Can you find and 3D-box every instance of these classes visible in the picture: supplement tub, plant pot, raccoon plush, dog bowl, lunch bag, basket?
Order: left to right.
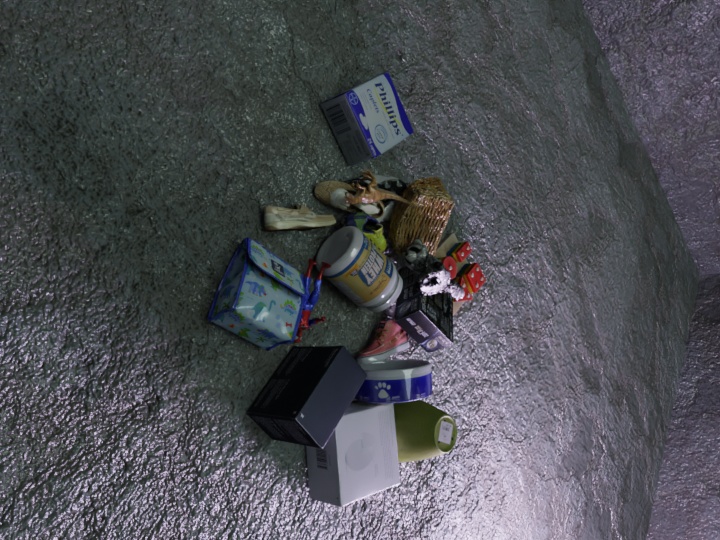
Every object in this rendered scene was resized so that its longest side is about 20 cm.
[{"bbox_3d":[-0.214,0.048,1.295,0.170,0.127,0.201,36,48,-32],"label":"lunch bag"},{"bbox_3d":[0.000,0.000,1.483,0.200,0.144,0.145,42,57,-31],"label":"supplement tub"},{"bbox_3d":[0.080,0.275,1.482,0.199,0.199,0.079,-2,88,-44],"label":"dog bowl"},{"bbox_3d":[0.149,-0.152,1.632,0.142,0.201,0.149,7,33,-18],"label":"basket"},{"bbox_3d":[0.143,0.411,1.522,0.186,0.199,0.188,8,78,-42],"label":"plant pot"},{"bbox_3d":[0.187,0.003,1.591,0.200,0.097,0.134,44,14,-46],"label":"raccoon plush"}]

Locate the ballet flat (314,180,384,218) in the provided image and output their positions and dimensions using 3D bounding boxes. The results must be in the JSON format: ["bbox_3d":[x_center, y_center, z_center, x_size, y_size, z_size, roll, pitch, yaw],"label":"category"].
[{"bbox_3d":[-0.020,-0.180,1.511,0.199,0.065,0.071,10,110,-25],"label":"ballet flat"}]

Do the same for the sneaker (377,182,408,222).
[{"bbox_3d":[0.092,-0.171,1.650,0.200,0.070,0.081,-42,116,-39],"label":"sneaker"}]

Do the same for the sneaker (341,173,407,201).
[{"bbox_3d":[0.018,-0.223,1.594,0.199,0.089,0.075,-5,119,-23],"label":"sneaker"}]

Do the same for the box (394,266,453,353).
[{"bbox_3d":[0.181,0.098,1.641,0.164,0.086,0.201,44,36,-31],"label":"box"}]

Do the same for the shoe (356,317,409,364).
[{"bbox_3d":[0.054,0.183,1.565,0.200,0.071,0.092,-14,92,-49],"label":"shoe"}]

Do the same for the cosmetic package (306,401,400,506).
[{"bbox_3d":[-0.019,0.431,1.417,0.199,0.123,0.201,0,84,-42],"label":"cosmetic package"}]

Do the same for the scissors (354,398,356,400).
[{"bbox_3d":[0.017,0.327,1.513,0.199,0.073,0.014,-4,89,-11],"label":"scissors"}]

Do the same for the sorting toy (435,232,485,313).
[{"bbox_3d":[0.294,0.014,1.816,0.199,0.069,0.201,-43,113,-39],"label":"sorting toy"}]

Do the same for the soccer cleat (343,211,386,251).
[{"bbox_3d":[0.031,-0.095,1.550,0.200,0.083,0.065,35,52,-55],"label":"soccer cleat"}]

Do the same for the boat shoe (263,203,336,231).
[{"bbox_3d":[-0.143,-0.131,1.419,0.199,0.072,0.065,-6,90,-39],"label":"boat shoe"}]

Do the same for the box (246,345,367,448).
[{"bbox_3d":[-0.118,0.274,1.305,0.104,0.182,0.200,53,53,-24],"label":"box"}]

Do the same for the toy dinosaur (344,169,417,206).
[{"bbox_3d":[0.036,-0.198,1.502,0.199,0.060,0.107,-6,75,-28],"label":"toy dinosaur"}]

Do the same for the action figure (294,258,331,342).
[{"bbox_3d":[-0.113,0.084,1.368,0.065,0.099,0.201,12,102,-32],"label":"action figure"}]

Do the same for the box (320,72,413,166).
[{"bbox_3d":[0.021,-0.411,1.592,0.200,0.105,0.185,-41,113,-40],"label":"box"}]
